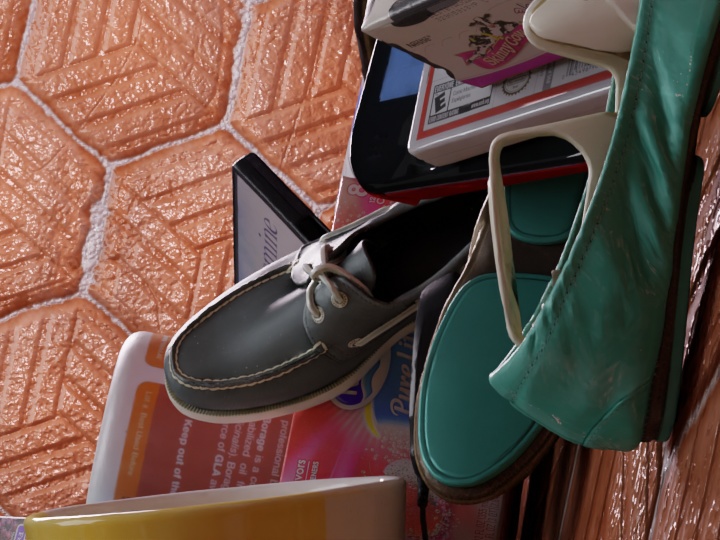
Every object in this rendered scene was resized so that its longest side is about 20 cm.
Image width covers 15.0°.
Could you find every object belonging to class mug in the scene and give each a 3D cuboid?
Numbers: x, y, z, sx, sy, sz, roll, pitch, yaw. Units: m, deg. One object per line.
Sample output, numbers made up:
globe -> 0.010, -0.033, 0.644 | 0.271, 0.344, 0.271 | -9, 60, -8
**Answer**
mug -> -0.066, 0.164, 1.061 | 0.149, 0.186, 0.153 | 171, 93, -65

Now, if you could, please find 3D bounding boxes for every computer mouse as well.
computer mouse -> 0.037, 0.099, 1.106 | 0.059, 0.034, 0.200 | 49, -136, -77

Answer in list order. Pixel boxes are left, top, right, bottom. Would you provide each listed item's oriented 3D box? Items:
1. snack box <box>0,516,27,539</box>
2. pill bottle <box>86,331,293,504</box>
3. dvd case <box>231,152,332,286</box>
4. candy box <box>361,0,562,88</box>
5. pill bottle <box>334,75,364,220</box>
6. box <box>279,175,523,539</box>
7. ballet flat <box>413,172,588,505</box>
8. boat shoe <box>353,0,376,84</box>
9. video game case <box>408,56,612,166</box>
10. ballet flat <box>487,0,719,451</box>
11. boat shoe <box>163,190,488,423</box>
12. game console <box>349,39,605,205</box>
snack box -> -0.061, 0.170, 1.302 | 0.142, 0.200, 0.053 | -6, 65, 46
pill bottle -> -0.029, 0.103, 1.350 | 0.112, 0.200, 0.112 | -168, 90, -90
dvd case -> -0.003, 0.043, 1.467 | 0.018, 0.200, 0.143 | -32, -29, -22
candy box -> 0.079, -0.178, 0.976 | 0.136, 0.061, 0.200 | -16, 56, 54
pill bottle -> 0.047, -0.052, 1.432 | 0.112, 0.112, 0.200 | -79, 1, -48
box -> 0.024, 0.068, 1.223 | 0.095, 0.102, 0.200 | 84, -165, -58
ballet flat -> 0.070, 0.006, 1.087 | 0.072, 0.068, 0.200 | 56, -138, -63
boat shoe -> 0.030, -0.142, 1.252 | 0.065, 0.073, 0.200 | -51, -38, -44
video game case -> 0.084, -0.145, 1.022 | 0.143, 0.017, 0.200 | -15, 58, 51
ballet flat -> 0.077, -0.047, 0.820 | 0.067, 0.070, 0.200 | 121, 161, -89
boat shoe -> 0.000, 0.000, 1.167 | 0.062, 0.200, 0.073 | 58, -170, -55
game console -> 0.068, -0.126, 1.071 | 0.177, 0.031, 0.200 | -10, 62, 60
